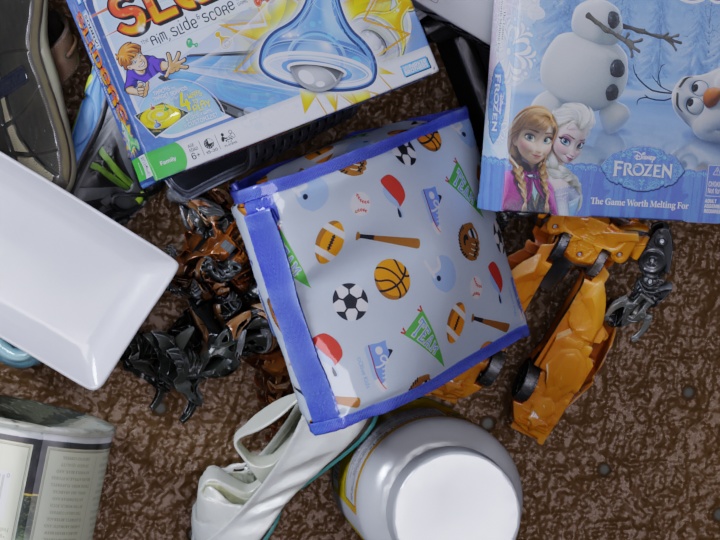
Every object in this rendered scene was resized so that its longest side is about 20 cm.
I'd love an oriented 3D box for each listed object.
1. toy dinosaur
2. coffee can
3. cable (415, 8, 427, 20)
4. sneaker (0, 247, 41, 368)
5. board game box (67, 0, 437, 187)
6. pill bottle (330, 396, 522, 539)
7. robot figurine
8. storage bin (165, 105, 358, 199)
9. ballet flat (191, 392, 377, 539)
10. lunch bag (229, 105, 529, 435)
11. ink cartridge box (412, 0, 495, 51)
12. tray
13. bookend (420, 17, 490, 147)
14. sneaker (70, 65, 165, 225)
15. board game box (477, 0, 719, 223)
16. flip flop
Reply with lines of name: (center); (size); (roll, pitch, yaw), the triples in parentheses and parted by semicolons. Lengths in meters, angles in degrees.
toy dinosaur: (-0.091, 0.034, 1.663); (0.136, 0.102, 0.200); (-30, 90, -25)
coffee can: (-0.253, 0.189, 1.619); (0.146, 0.146, 0.200); (11, 91, -9)
cable: (-0.011, -0.256, 1.635); (0.200, 0.069, 0.200); (-25, 79, 11)
sneaker: (-0.245, -0.030, 1.639); (0.074, 0.082, 0.200); (-19, 96, -8)
board game box: (-0.067, -0.149, 1.488); (0.200, 0.034, 0.135); (-23, 92, -21)
pill bottle: (0.047, 0.149, 1.632); (0.113, 0.200, 0.113); (0, 93, -8)
robot figurine: (0.127, 0.017, 1.671); (0.145, 0.058, 0.200); (24, 115, -10)
storage bin: (-0.103, -0.162, 1.582); (0.094, 0.135, 0.200); (-30, 95, -29)
ballet flat: (-0.071, 0.141, 1.662); (0.069, 0.069, 0.200); (39, 110, -9)
lunch bag: (0.000, 0.000, 1.564); (0.124, 0.200, 0.170); (-14, 99, 34)
ink cartridge box: (0.117, -0.184, 1.597); (0.200, 0.039, 0.099); (29, 88, -23)
tray: (-0.230, -0.014, 1.587); (0.200, 0.022, 0.107); (32, 97, -14)
bookend: (0.162, -0.116, 1.688); (0.200, 0.092, 0.199); (-22, 96, -6)
sneaker: (-0.163, -0.067, 1.655); (0.083, 0.071, 0.200); (17, 88, -3)
board game box: (0.180, -0.133, 1.582); (0.200, 0.043, 0.199); (2, 94, -23)
flip flop: (-0.219, -0.136, 1.636); (0.081, 0.058, 0.200); (-25, 71, 35)
